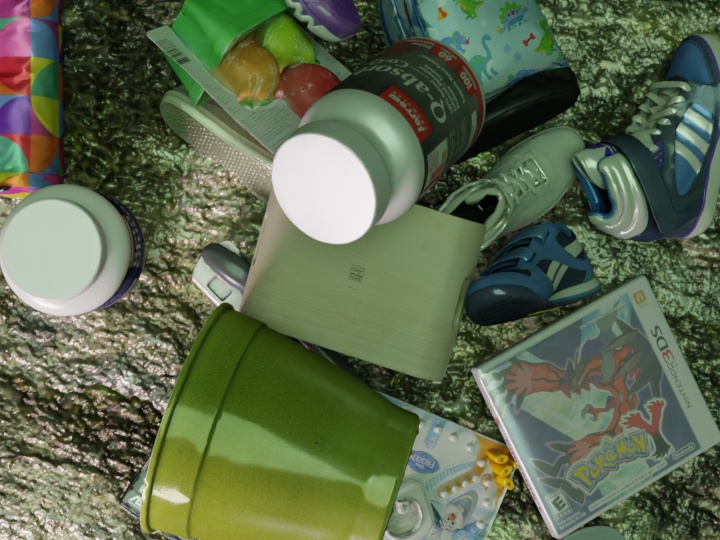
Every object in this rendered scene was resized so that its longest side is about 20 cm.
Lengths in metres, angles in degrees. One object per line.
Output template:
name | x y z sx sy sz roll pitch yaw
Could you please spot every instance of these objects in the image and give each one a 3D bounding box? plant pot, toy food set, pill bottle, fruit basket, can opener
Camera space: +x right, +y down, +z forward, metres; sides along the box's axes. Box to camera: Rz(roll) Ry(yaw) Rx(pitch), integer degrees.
plant pot | -0.056 0.153 0.995 0.191 0.200 0.203 18 89 4
toy food set | 0.000 0.000 1.060 0.198 0.060 0.145 17 95 4
pill bottle | 0.017 -0.108 0.981 0.115 0.200 0.117 15 125 23
fruit basket | -0.076 -0.168 1.072 0.200 0.185 0.094 46 128 -2
can opener | -0.080 0.053 1.118 0.053 0.067 0.200 -44 93 -2
pill bottle | -0.252 -0.017 1.038 0.110 0.200 0.113 0 91 -4

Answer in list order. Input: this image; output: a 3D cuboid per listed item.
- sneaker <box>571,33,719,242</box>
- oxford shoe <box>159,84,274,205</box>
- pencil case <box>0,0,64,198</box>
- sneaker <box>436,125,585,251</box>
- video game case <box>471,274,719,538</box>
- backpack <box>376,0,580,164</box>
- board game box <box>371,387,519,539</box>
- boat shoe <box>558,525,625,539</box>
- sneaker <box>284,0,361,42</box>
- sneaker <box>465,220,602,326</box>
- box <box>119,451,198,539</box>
sneaker | 0.269 -0.128 1.118 0.145 0.080 0.203 2 96 -25
oxford shoe | -0.097 -0.113 1.118 0.199 0.075 0.058 39 62 -4
pencil case | -0.316 -0.162 1.093 0.087 0.088 0.203 2 89 -4
sneaker | 0.139 -0.068 1.109 0.199 0.116 0.074 -38 91 -3
video game case | 0.231 0.130 1.149 0.199 0.023 0.184 -27 92 -12
backpack | 0.097 -0.224 1.101 0.162 0.154 0.202 -23 76 -7
board game box | 0.040 0.233 1.117 0.198 0.026 0.202 24 88 -24
boat shoe | 0.170 0.307 1.140 0.198 0.065 0.074 -22 85 -24
sneaker | -0.040 -0.306 1.058 0.088 0.080 0.202 -20 98 25
sneaker | 0.150 0.001 1.091 0.073 0.199 0.083 -19 84 33
box | -0.103 0.206 1.127 0.199 0.049 0.162 34 89 -4
